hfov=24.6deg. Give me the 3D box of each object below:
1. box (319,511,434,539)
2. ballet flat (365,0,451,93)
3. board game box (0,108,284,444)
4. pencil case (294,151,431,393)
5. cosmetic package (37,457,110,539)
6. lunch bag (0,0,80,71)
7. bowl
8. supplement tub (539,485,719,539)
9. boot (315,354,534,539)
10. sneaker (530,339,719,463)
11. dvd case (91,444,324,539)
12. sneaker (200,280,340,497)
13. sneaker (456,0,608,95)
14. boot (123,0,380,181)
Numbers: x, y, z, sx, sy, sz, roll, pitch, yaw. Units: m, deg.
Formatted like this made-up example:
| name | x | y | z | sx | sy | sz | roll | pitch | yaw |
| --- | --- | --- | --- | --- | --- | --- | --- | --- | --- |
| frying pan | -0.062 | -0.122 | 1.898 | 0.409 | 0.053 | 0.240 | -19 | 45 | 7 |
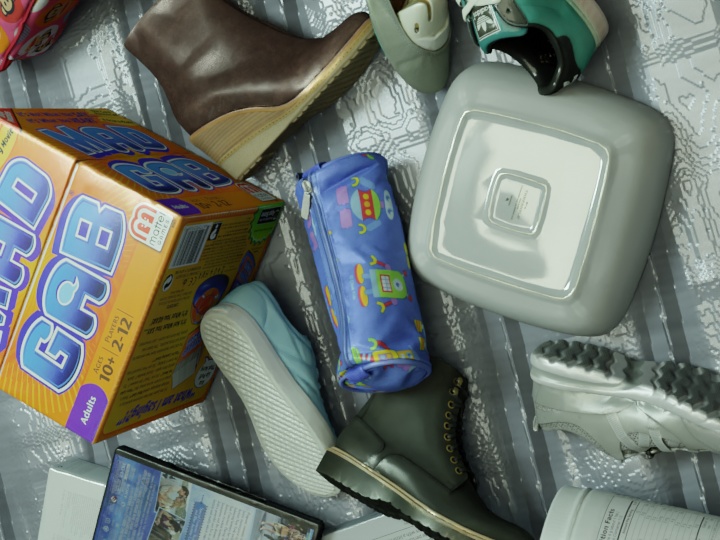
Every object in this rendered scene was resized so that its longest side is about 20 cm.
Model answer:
| name | x | y | z | sx | sy | sz | roll | pitch | yaw |
| --- | --- | --- | --- | --- | --- | --- | --- | --- | --- |
| box | 0.045 | 0.302 | 1.402 | 0.155 | 0.041 | 0.202 | -21 | 89 | 21 |
| ballet flat | 0.033 | -0.229 | 1.302 | 0.063 | 0.067 | 0.201 | 1 | 124 | 51 |
| board game box | -0.219 | -0.005 | 1.382 | 0.199 | 0.200 | 0.201 | 27 | 104 | 16 |
| pencil case | 0.000 | 0.000 | 1.339 | 0.078 | 0.086 | 0.202 | -32 | 64 | 46 |
| cosmetic package | -0.222 | 0.288 | 1.494 | 0.150 | 0.052 | 0.202 | 15 | 100 | 19 |
| lunch bag | -0.312 | -0.288 | 1.417 | 0.177 | 0.082 | 0.200 | 54 | 139 | 6 |
| bowl | 0.134 | -0.055 | 1.315 | 0.198 | 0.075 | 0.202 | 19 | 103 | 18 |
| supplement tub | 0.241 | 0.249 | 1.276 | 0.198 | 0.132 | 0.133 | 9 | 99 | 20 |
| boot | 0.078 | 0.148 | 1.334 | 0.199 | 0.078 | 0.139 | 26 | 77 | 20 |
| sneaker | 0.228 | 0.117 | 1.308 | 0.199 | 0.075 | 0.083 | 17 | 115 | 25 |
| dvd case | -0.139 | 0.250 | 1.428 | 0.198 | 0.018 | 0.144 | 19 | 100 | 14 |
| sneaker | -0.055 | 0.097 | 1.405 | 0.074 | 0.082 | 0.201 | -8 | 118 | 41 |
| sneaker | 0.104 | -0.218 | 1.258 | 0.200 | 0.080 | 0.071 | 41 | 153 | -16 |
| boot | -0.093 | -0.193 | 1.384 | 0.200 | 0.072 | 0.167 | -41 | 83 | 23 |
